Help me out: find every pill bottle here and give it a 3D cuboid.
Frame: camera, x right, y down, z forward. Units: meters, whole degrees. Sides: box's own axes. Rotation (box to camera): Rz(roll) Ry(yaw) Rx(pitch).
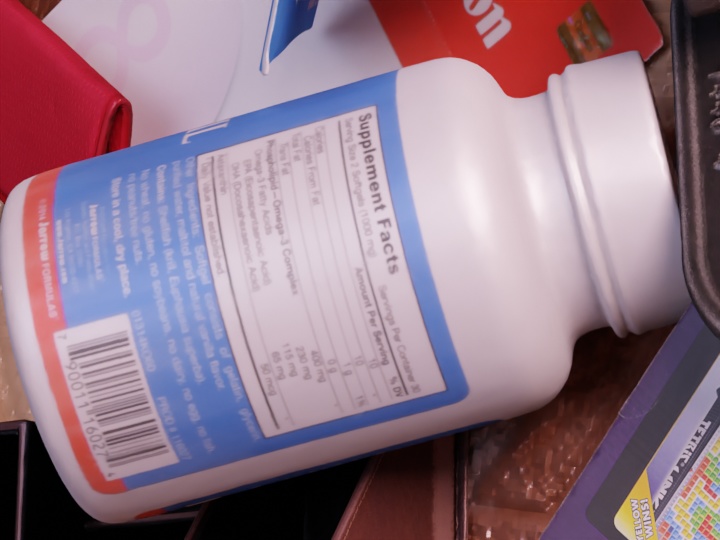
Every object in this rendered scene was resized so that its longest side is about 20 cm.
[{"bbox_3d":[0.000,0.000,0.859,0.199,0.112,0.113,-15,68,7],"label":"pill bottle"}]

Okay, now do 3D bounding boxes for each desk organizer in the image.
[{"bbox_3d":[-0.065,0.084,0.944,0.199,0.077,0.072,-9,74,37],"label":"desk organizer"}]

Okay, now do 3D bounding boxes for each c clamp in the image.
[{"bbox_3d":[0.168,-0.041,0.780,0.170,0.027,0.201,-15,53,13],"label":"c clamp"}]

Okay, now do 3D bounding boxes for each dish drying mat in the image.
[{"bbox_3d":[-0.134,-0.065,1.030,0.200,0.018,0.077,42,132,50],"label":"dish drying mat"}]

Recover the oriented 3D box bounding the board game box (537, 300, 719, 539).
[{"bbox_3d":[0.151,0.095,0.781,0.200,0.057,0.166,43,109,37],"label":"board game box"}]

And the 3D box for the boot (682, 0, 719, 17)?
[{"bbox_3d":[0.159,-0.165,0.820,0.150,0.073,0.201,-10,45,20],"label":"boot"}]

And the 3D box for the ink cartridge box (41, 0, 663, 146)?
[{"bbox_3d":[-0.013,-0.077,0.961,0.200,0.057,0.163,-44,56,28],"label":"ink cartridge box"}]

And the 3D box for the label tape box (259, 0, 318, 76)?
[{"bbox_3d":[0.033,-0.153,0.860,0.066,0.143,0.201,18,101,2],"label":"label tape box"}]
